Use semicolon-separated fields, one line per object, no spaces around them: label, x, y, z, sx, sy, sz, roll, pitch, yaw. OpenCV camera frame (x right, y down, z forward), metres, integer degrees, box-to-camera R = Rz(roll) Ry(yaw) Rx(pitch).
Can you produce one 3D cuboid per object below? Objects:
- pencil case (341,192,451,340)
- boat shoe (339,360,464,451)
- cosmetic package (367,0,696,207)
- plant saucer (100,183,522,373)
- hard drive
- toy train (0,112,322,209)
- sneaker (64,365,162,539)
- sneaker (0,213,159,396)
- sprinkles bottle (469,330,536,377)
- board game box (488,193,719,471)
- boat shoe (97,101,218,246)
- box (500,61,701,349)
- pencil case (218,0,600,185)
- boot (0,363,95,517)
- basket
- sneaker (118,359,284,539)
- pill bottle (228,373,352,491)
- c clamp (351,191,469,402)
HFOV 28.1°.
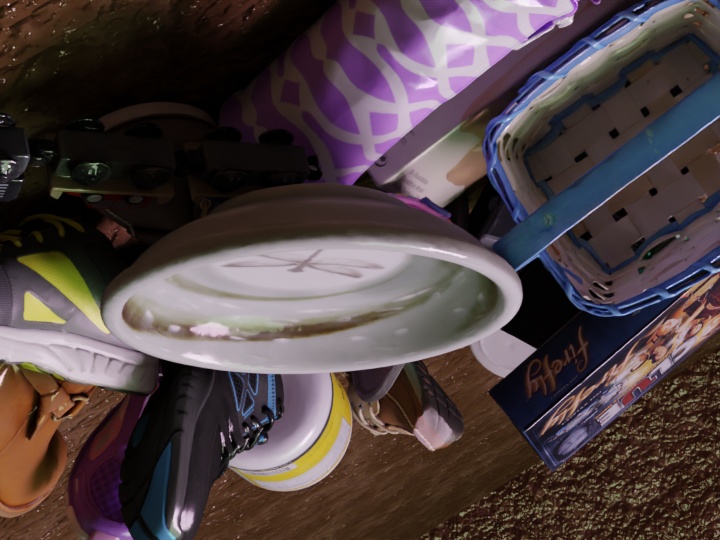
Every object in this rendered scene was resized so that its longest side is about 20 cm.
pencil case;0.000;0.000;0.862;0.087;0.088;0.200;-30;-179;-10
boat shoe;0.028;0.107;1.206;0.074;0.076;0.200;-39;-161;1
cosmetic package;0.086;-0.123;0.819;0.200;0.071;0.105;-37;162;13
plant saucer;-0.024;0.001;0.689;0.199;0.050;0.200;-3;161;-1
hard drive;0.106;-0.051;0.957;0.135;0.042;0.200;-61;-179;-9
toy train;-0.110;-0.045;0.651;0.199;0.034;0.046;0;150;-29
sneaker;-0.128;0.090;0.938;0.089;0.080;0.200;110;4;-46
sneaker;-0.175;0.005;0.727;0.074;0.085;0.200;8;170;36
sprinkles bottle;0.141;-0.001;1.089;0.068;0.068;0.200;-47;-174;40
board game box;0.175;0.037;0.888;0.200;0.035;0.136;-41;157;0
boat shoe;-0.088;-0.036;0.764;0.072;0.060;0.200;-34;163;12
box;0.170;-0.048;0.986;0.141;0.079;0.200;-56;-175;37
pencil case;0.021;-0.107;0.719;0.200;0.086;0.084;-37;-162;23
boot;-0.193;0.071;0.880;0.155;0.077;0.200;-39;156;6
basket;0.153;-0.063;0.741;0.176;0.139;0.200;-36;172;13
sneaker;-0.078;0.078;0.808;0.073;0.082;0.200;-46;-158;35
pill bottle;-0.066;0.113;1.135;0.112;0.112;0.200;-32;164;-3
c clamp;0.022;-0.002;0.998;0.027;0.171;0.200;17;130;-17
